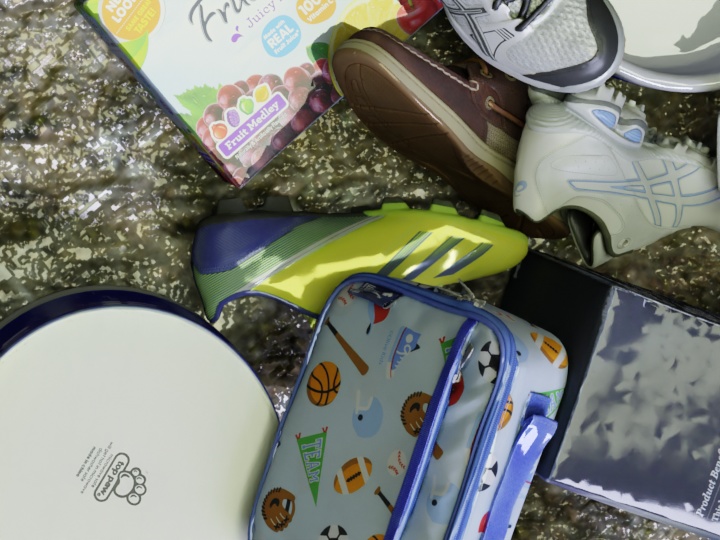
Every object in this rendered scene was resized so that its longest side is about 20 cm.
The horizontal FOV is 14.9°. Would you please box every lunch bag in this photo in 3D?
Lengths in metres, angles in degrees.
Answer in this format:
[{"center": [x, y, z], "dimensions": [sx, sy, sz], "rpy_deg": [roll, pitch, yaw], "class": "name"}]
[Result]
[{"center": [0.028, 0.101, 1.521], "dimensions": [0.075, 0.160, 0.201], "rpy_deg": [16, 94, -45], "class": "lunch bag"}]

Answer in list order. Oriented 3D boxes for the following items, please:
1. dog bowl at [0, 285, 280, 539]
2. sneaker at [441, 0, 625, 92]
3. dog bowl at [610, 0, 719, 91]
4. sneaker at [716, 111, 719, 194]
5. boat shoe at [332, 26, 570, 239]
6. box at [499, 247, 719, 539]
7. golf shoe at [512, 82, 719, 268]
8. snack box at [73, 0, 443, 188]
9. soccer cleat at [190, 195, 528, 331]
[{"center": [-0.145, 0.113, 1.589], "dimensions": [0.199, 0.079, 0.201], "rpy_deg": [-2, 97, -12], "class": "dog bowl"}, {"center": [0.062, -0.173, 1.517], "dimensions": [0.200, 0.088, 0.076], "rpy_deg": [42, 96, 6], "class": "sneaker"}, {"center": [0.185, -0.208, 1.618], "dimensions": [0.199, 0.079, 0.201], "rpy_deg": [-2, 97, -13], "class": "dog bowl"}, {"center": [0.272, -0.103, 1.569], "dimensions": [0.104, 0.075, 0.201], "rpy_deg": [3, 122, -43], "class": "sneaker"}, {"center": [0.064, -0.094, 1.601], "dimensions": [0.200, 0.072, 0.072], "rpy_deg": [36, 71, -34], "class": "boat shoe"}, {"center": [0.186, 0.081, 1.599], "dimensions": [0.197, 0.200, 0.124], "rpy_deg": [20, 92, -13], "class": "box"}, {"center": [0.159, -0.043, 1.618], "dimensions": [0.199, 0.078, 0.098], "rpy_deg": [23, 87, -39], "class": "golf shoe"}, {"center": [-0.045, -0.167, 1.592], "dimensions": [0.200, 0.053, 0.142], "rpy_deg": [-42, 102, -6], "class": "snack box"}, {"center": [0.000, 0.000, 1.613], "dimensions": [0.199, 0.065, 0.084], "rpy_deg": [0, 83, -7], "class": "soccer cleat"}]
